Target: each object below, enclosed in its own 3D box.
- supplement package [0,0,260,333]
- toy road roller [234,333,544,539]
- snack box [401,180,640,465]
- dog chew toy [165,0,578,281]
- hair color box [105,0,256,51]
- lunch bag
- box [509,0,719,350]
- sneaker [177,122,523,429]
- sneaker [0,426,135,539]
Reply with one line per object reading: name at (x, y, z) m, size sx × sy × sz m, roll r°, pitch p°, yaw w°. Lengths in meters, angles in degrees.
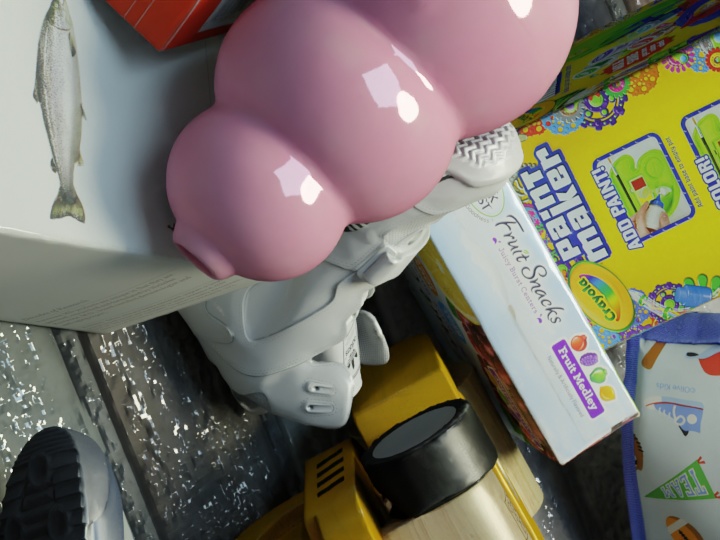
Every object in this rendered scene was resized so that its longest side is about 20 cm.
supplement package at (-0.149, -0.050, 1.144) m, size 0.200 × 0.117 × 0.117 m, roll 9°, pitch 71°, yaw -45°
toy road roller at (0.010, 0.127, 1.276) m, size 0.123 × 0.146 × 0.200 m, roll 61°, pitch 5°, yaw -12°
snack box at (0.050, -0.012, 1.332) m, size 0.053 × 0.142 × 0.200 m, roll -31°, pitch 103°, yaw -6°
dog chew toy at (-0.003, -0.078, 1.118) m, size 0.200 × 0.124 × 0.125 m, roll -48°, pitch 116°, yaw -11°
hair color box at (-0.117, -0.186, 1.157) m, size 0.200 × 0.061 × 0.101 m, roll 43°, pitch 24°, yaw 9°
lunch bag at (0.230, 0.103, 1.413) m, size 0.124 × 0.170 × 0.200 m, roll -61°, pitch 147°, yaw -43°
box at (0.179, -0.071, 1.396) m, size 0.122 × 0.192 × 0.200 m, roll 62°, pitch 10°, yaw -10°
sneaker at (0.000, 0.000, 1.233) m, size 0.115 × 0.200 × 0.075 m, roll 63°, pitch 30°, yaw -18°
sneaker at (-0.103, 0.165, 1.155) m, size 0.082 × 0.070 × 0.201 m, roll -2°, pitch 86°, yaw -42°
